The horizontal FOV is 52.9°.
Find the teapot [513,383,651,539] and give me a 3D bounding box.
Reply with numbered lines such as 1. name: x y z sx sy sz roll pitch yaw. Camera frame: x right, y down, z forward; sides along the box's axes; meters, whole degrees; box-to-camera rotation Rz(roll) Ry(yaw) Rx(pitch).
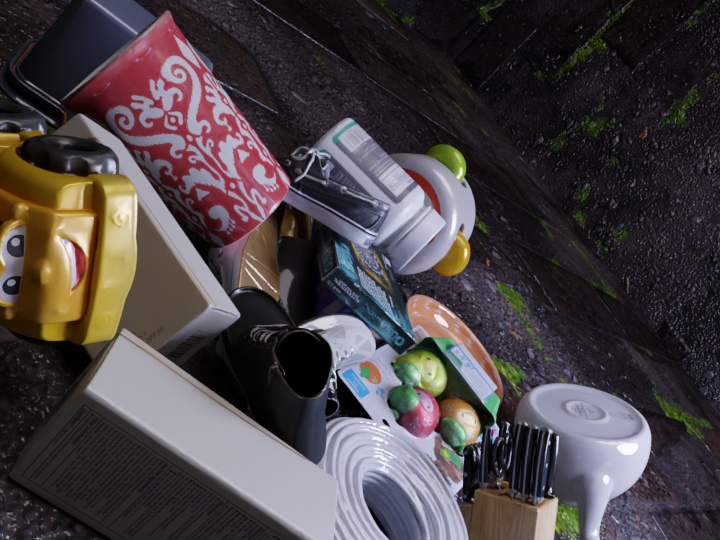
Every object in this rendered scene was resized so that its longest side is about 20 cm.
1. teapot: 0.300 0.258 1.013 0.199 0.147 0.197 -11 25 -42

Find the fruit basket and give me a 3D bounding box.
1. fruit basket: 0.084 0.159 0.858 0.186 0.094 0.200 52 27 13

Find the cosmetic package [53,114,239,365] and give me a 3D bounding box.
1. cosmetic package: -0.201 -0.014 0.592 0.200 0.103 0.073 52 1 13

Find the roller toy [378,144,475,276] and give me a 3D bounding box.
1. roller toy: 0.077 -0.086 1.125 0.140 0.181 0.202 -16 98 -66

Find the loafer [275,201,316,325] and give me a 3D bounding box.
1. loafer: -0.085 -0.016 0.850 0.073 0.072 0.201 19 46 -44

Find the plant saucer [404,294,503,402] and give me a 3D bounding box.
1. plant saucer: 0.128 0.124 1.057 0.200 0.037 0.201 39 24 -21

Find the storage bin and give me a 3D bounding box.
1. storage bin: -0.266 -0.213 0.796 0.199 0.134 0.146 34 26 -26

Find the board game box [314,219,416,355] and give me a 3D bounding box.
1. board game box: 0.000 0.000 0.875 0.135 0.028 0.200 44 15 -23

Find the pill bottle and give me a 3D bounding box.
1. pill bottle: 0.016 -0.103 1.004 0.200 0.113 0.113 46 23 1

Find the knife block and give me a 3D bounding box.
1. knife block: 0.165 0.259 0.727 0.064 0.176 0.201 7 45 -55

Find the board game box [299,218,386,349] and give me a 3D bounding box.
1. board game box: -0.030 0.002 0.944 0.134 0.045 0.201 33 26 -51

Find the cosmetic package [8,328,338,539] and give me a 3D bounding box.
1. cosmetic package: -0.123 0.146 0.508 0.200 0.103 0.073 40 23 -18

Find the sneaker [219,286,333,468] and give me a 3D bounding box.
1. sneaker: -0.066 0.061 0.603 0.074 0.107 0.200 -7 44 -24

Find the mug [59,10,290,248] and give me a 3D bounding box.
1. mug: -0.186 -0.127 0.727 0.200 0.177 0.134 49 49 -25

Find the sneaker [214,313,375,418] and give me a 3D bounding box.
1. sneaker: -0.041 0.106 0.728 0.200 0.076 0.115 4 36 -45

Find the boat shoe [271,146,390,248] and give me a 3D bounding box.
1. boat shoe: -0.059 -0.104 0.822 0.199 0.068 0.074 32 11 6

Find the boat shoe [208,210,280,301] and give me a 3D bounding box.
1. boat shoe: -0.132 -0.011 0.792 0.201 0.069 0.071 -92 156 -46

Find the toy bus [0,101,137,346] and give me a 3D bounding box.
1. toy bus: -0.266 -0.030 0.445 0.199 0.137 0.192 24 18 28

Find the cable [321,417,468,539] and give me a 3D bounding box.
1. cable: 0.015 0.229 0.652 0.199 0.069 0.201 35 26 -26
